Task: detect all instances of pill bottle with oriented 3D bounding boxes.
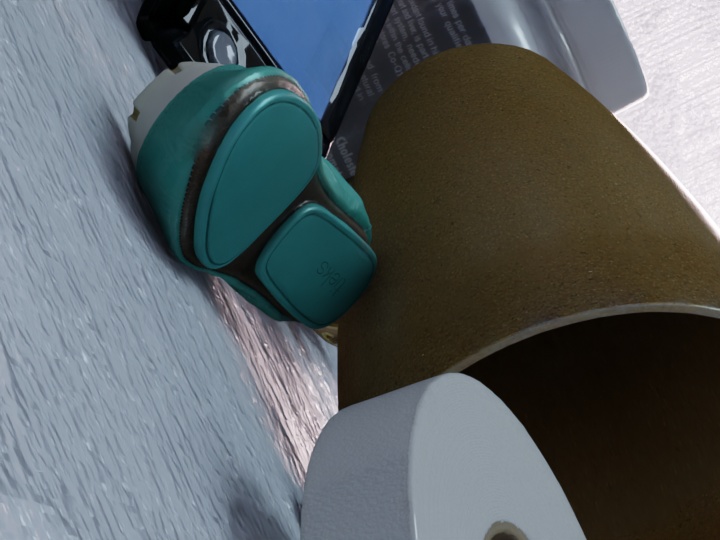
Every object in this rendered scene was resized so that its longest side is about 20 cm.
[{"bbox_3d":[0.036,-0.088,1.284,0.114,0.199,0.113,64,4,0],"label":"pill bottle"}]

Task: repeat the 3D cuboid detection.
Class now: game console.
[{"bbox_3d":[-0.007,-0.161,1.099,0.176,0.116,0.201,53,43,-33],"label":"game console"}]

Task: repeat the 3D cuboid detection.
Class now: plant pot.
[{"bbox_3d":[0.065,0.010,1.009,0.187,0.186,0.201,61,8,-45],"label":"plant pot"}]

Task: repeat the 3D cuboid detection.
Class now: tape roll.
[{"bbox_3d":[0.041,0.130,0.743,0.203,0.037,0.203,-90,154,-46],"label":"tape roll"}]

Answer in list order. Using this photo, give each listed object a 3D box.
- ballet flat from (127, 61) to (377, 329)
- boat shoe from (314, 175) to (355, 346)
[{"bbox_3d":[-0.046,-0.033,0.872,0.070,0.067,0.200,40,-5,19],"label":"ballet flat"},{"bbox_3d":[0.000,0.000,1.156,0.200,0.074,0.067,20,47,-79],"label":"boat shoe"}]
